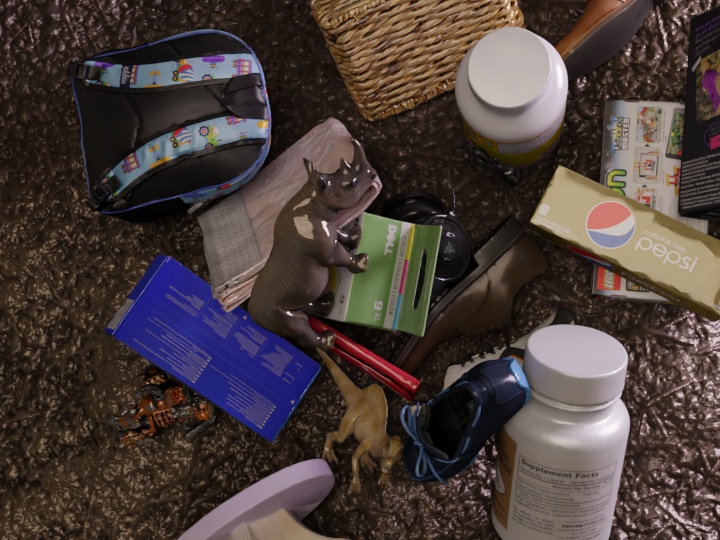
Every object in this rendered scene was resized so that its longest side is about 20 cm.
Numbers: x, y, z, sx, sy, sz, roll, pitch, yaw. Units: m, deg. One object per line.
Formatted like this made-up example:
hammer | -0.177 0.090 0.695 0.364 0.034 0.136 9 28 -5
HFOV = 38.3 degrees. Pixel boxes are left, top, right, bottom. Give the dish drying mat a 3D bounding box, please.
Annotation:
dish drying mat | -0.031 0.069 1.028 0.200 0.077 0.018 31 81 8

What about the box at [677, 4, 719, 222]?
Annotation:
box | 0.384 -0.146 0.977 0.122 0.106 0.200 8 84 -19

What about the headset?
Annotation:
headset | 0.076 -0.031 1.034 0.094 0.124 0.200 22 107 -27

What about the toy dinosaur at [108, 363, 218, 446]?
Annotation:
toy dinosaur | -0.183 0.097 1.090 0.200 0.102 0.136 -38 93 -22

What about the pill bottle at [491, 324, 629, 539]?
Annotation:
pill bottle | 0.185 0.157 0.952 0.114 0.114 0.200 8 118 10

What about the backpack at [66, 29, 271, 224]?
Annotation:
backpack | -0.182 -0.150 1.078 0.200 0.135 0.183 -13 81 9

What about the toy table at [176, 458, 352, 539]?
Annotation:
toy table | -0.088 0.287 1.009 0.200 0.184 0.117 -42 62 15

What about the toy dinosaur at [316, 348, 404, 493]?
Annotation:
toy dinosaur | 0.001 0.154 1.046 0.058 0.200 0.101 4 116 -29

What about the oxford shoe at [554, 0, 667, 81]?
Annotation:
oxford shoe | 0.253 -0.272 1.057 0.200 0.071 0.071 -45 69 -7

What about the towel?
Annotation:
towel | -0.077 -0.065 1.034 0.191 0.200 0.032 -37 118 6

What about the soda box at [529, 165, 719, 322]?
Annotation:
soda box | 0.264 -0.025 0.987 0.200 0.068 0.064 27 88 12

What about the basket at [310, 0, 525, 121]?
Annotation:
basket | 0.056 -0.278 1.090 0.200 0.149 0.143 -24 48 7

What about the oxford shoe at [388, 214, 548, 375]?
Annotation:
oxford shoe | 0.109 0.044 1.043 0.084 0.073 0.200 44 100 -4

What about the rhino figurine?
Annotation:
rhino figurine | -0.039 -0.024 0.915 0.087 0.060 0.200 11 114 -25

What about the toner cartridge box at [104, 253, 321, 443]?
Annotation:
toner cartridge box | -0.144 0.079 1.036 0.200 0.043 0.095 39 79 -22

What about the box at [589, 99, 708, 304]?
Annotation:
box | 0.292 -0.069 1.040 0.110 0.035 0.200 5 85 10

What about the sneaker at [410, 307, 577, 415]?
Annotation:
sneaker | 0.132 0.104 1.031 0.200 0.074 0.080 -44 77 2

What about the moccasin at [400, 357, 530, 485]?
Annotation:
moccasin | 0.076 0.137 0.946 0.068 0.200 0.081 -14 59 -33

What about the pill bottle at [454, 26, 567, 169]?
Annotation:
pill bottle | 0.144 -0.165 0.991 0.104 0.200 0.104 -1 83 9

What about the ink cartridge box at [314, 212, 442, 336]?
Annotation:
ink cartridge box | 0.000 0.000 1.000 0.059 0.200 0.104 12 88 -24
